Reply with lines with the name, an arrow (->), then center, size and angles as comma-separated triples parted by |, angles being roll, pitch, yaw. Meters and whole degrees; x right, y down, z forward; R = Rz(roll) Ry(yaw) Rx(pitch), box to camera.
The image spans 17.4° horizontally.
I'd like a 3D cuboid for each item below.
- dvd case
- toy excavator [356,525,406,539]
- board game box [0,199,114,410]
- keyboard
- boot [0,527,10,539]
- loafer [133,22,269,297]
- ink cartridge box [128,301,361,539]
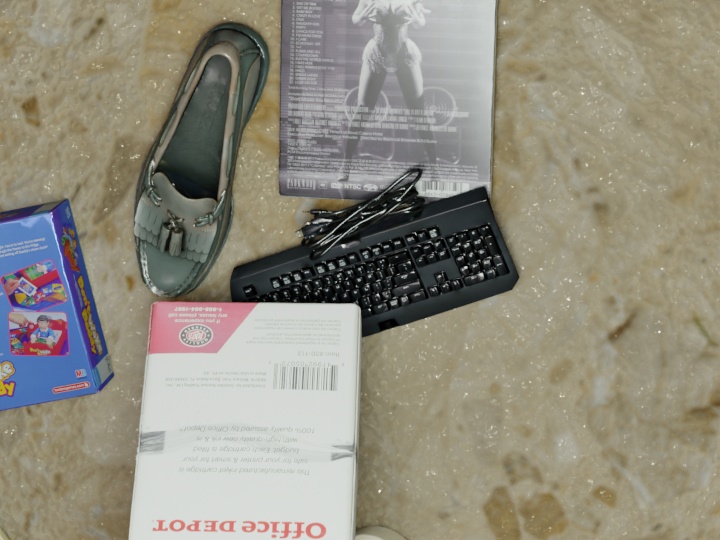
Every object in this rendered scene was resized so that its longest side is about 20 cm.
dvd case -> 0.019, -0.145, 1.599 | 0.149, 0.016, 0.200 | 3, 105, 9
toy excavator -> -0.002, 0.310, 1.681 | 0.194, 0.100, 0.200 | -38, 86, 14
board game box -> -0.290, 0.036, 1.680 | 0.200, 0.045, 0.135 | -10, 102, 12
keyboard -> 0.000, 0.000, 1.617 | 0.200, 0.040, 0.104 | -19, 107, 15
boot -> -0.343, 0.221, 1.722 | 0.200, 0.072, 0.155 | 40, 107, -7
loafer -> -0.118, -0.072, 1.615 | 0.072, 0.063, 0.200 | 18, 106, 5
ink cartridge box -> -0.074, 0.124, 1.578 | 0.146, 0.200, 0.083 | 1, 146, 2
